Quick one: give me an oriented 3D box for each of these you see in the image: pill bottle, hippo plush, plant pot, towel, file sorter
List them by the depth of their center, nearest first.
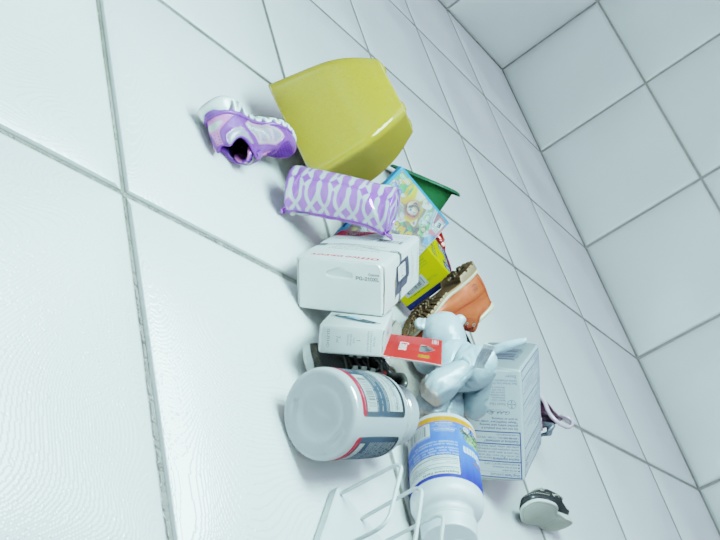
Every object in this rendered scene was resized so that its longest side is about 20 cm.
[{"bbox_3d":[0.052,0.365,1.148,0.201,0.124,0.139,52,23,-13],"label":"file sorter"},{"bbox_3d":[-0.003,0.197,1.253,0.199,0.119,0.121,17,46,-58],"label":"pill bottle"},{"bbox_3d":[0.128,0.322,1.371,0.112,0.111,0.201,44,26,-29],"label":"pill bottle"},{"bbox_3d":[0.135,0.144,1.494,0.158,0.202,0.161,-6,42,-33],"label":"hippo plush"},{"bbox_3d":[0.083,0.182,1.559,0.201,0.034,0.132,58,23,0],"label":"towel"},{"bbox_3d":[-0.018,-0.267,1.646,0.196,0.198,0.196,64,4,14],"label":"plant pot"}]

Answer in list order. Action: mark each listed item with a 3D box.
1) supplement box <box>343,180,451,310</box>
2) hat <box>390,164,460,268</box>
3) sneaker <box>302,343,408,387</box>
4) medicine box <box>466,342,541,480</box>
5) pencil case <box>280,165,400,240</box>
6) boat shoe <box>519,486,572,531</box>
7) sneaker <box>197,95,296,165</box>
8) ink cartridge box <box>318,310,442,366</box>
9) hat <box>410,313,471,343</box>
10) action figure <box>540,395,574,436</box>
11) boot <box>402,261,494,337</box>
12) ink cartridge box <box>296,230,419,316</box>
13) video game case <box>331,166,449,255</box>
[{"bbox_3d":[0.069,-0.045,1.705,0.200,0.109,0.109,47,16,-25],"label":"supplement box"},{"bbox_3d":[0.122,-0.120,2.046,0.199,0.178,0.165,26,6,34],"label":"hat"},{"bbox_3d":[-0.004,0.143,1.366,0.199,0.082,0.078,29,37,-44],"label":"sneaker"},{"bbox_3d":[0.260,0.249,1.646,0.182,0.102,0.203,-25,114,-67],"label":"medicine box"},{"bbox_3d":[-0.033,-0.114,1.493,0.084,0.197,0.087,66,38,-66],"label":"pencil case"},{"bbox_3d":[0.342,0.439,1.713,0.200,0.073,0.061,34,32,-49],"label":"boat shoe"},{"bbox_3d":[-0.177,-0.206,1.477,0.199,0.080,0.090,15,54,-52],"label":"sneaker"},{"bbox_3d":[0.037,0.093,1.357,0.200,0.174,0.045,-46,141,-83],"label":"ink cartridge box"},{"bbox_3d":[0.167,0.153,1.683,0.201,0.080,0.201,52,17,-23],"label":"hat"},{"bbox_3d":[0.327,0.239,1.858,0.133,0.148,0.203,12,63,-52],"label":"action figure"},{"bbox_3d":[0.161,0.082,1.626,0.200,0.075,0.108,-39,103,-29],"label":"boot"},{"bbox_3d":[0.000,0.000,1.458,0.200,0.143,0.086,-37,129,-66],"label":"ink cartridge box"},{"bbox_3d":[0.046,-0.061,1.605,0.143,0.200,0.018,46,-6,-24],"label":"video game case"}]
